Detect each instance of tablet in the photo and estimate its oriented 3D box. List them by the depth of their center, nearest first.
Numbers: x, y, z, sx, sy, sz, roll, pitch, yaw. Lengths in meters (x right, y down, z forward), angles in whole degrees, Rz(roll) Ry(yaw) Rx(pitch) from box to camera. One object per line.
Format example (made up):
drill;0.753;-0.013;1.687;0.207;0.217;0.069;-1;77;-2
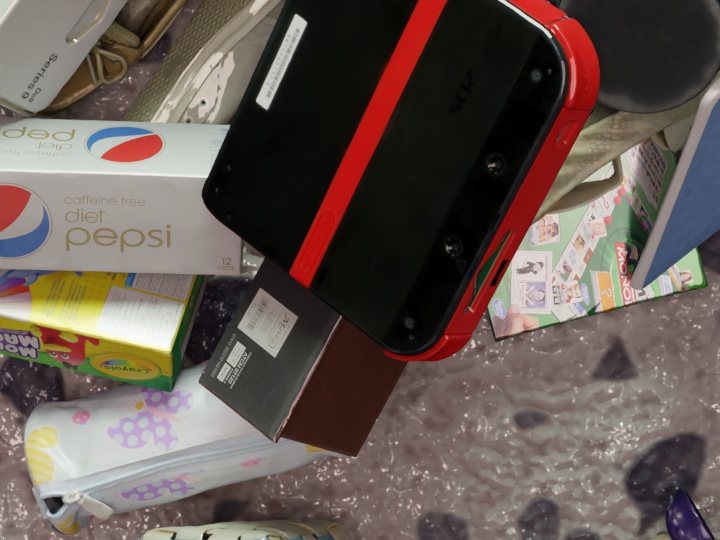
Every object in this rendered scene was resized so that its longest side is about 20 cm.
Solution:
tablet;0.210;-0.072;1.004;0.130;0.200;0.014;-36;68;-22

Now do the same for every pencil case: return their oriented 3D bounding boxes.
pencil case;-0.103;0.097;1.107;0.199;0.091;0.083;-16;96;5

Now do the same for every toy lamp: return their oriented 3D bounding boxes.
toy lamp;0.125;0.206;1.115;0.200;0.058;0.058;-32;92;7

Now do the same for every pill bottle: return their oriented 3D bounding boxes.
pill bottle;0.161;-0.165;0.972;0.111;0.200;0.112;8;123;13

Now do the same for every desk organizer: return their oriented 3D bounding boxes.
desk organizer;0.000;0.000;1.031;0.072;0.077;0.201;33;97;39

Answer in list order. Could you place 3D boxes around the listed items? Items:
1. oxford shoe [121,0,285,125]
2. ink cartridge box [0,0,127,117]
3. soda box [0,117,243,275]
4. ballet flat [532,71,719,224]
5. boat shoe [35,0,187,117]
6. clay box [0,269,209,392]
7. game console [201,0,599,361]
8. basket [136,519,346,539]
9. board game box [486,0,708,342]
oxford shoe;-0.075;-0.129;1.102;0.058;0.075;0.200;35;93;-25
ink cartridge box;-0.227;-0.207;1.059;0.200;0.087;0.146;41;97;23
soda box;-0.166;-0.043;1.049;0.199;0.064;0.068;2;123;-4
ballet flat;0.152;-0.086;1.066;0.199;0.068;0.062;-29;118;10
boat shoe;-0.137;-0.169;1.092;0.201;0.063;0.073;-43;116;3
clay box;-0.194;-0.005;1.099;0.199;0.048;0.115;12;54;5
game console;0.017;-0.071;0.942;0.177;0.031;0.201;38;115;26
basket;-0.067;0.250;1.082;0.138;0.176;0.201;-8;81;20
board game box;0.120;-0.070;1.106;0.134;0.029;0.201;-14;93;5
